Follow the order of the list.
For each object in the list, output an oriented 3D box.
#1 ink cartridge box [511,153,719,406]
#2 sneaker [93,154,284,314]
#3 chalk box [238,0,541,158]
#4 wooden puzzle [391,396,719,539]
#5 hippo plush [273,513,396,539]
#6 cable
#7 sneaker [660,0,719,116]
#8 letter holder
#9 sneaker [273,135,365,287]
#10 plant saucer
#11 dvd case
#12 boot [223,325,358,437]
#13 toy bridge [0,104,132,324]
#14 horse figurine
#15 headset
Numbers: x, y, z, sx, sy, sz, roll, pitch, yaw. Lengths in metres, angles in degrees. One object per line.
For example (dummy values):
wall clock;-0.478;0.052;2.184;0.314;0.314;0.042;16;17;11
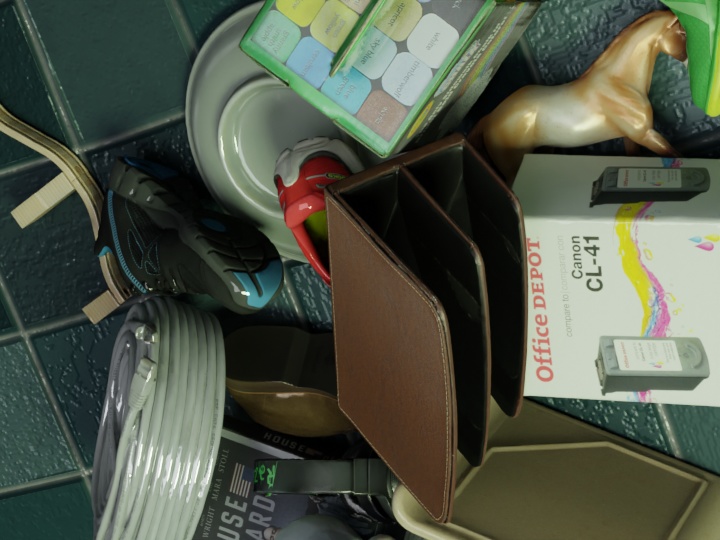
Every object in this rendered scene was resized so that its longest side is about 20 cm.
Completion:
ink cartridge box;0.200;0.008;1.410;0.200;0.086;0.148;1;123;16
sneaker;-0.123;-0.009;1.559;0.200;0.073;0.082;39;110;48
chalk box;0.015;-0.157;1.378;0.124;0.200;0.124;38;104;9
wooden puzzle;0.140;0.162;1.471;0.200;0.185;0.037;26;124;15
hippo plush;-0.004;0.259;1.544;0.159;0.161;0.200;1;106;-11
cable;-0.151;0.117;1.601;0.069;0.200;0.200;8;105;-12
sneaker;0.206;-0.196;1.364;0.084;0.074;0.200;-1;107;38
letter holder;0.058;0.042;1.379;0.142;0.101;0.200;49;154;40
sneaker;0.000;0.000;1.500;0.077;0.085;0.200;-27;127;20
plant saucer;-0.044;-0.092;1.538;0.200;0.050;0.200;10;115;23
dvd case;-0.043;0.201;1.657;0.200;0.025;0.150;19;119;8
boot;-0.004;0.089;1.596;0.200;0.074;0.075;7;141;21
toy bridge;-0.235;-0.058;1.661;0.067;0.027;0.200;-34;93;30
horse figurine;0.143;-0.086;1.447;0.200;0.050;0.133;-15;111;28
headset;0.023;0.161;1.549;0.200;0.124;0.094;1;84;-14
